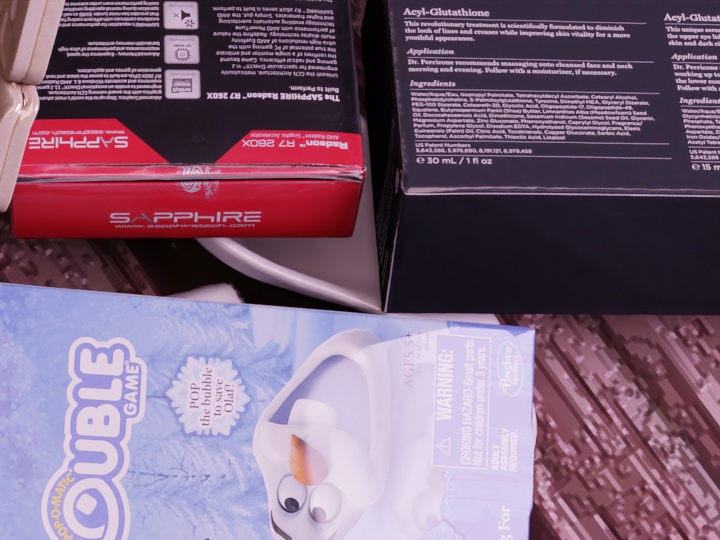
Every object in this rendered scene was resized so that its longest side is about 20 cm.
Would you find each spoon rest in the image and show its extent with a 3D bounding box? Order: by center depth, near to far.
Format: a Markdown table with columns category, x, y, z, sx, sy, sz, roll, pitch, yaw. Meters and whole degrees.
| category | x | y | z | sx | sy | sz | roll | pitch | yaw |
| --- | --- | --- | --- | --- | --- | --- | --- | --- | --- |
| spoon rest | 0.000 | 0.000 | 0.831 | 0.200 | 0.061 | 0.099 | 52 | 48 | 0 |

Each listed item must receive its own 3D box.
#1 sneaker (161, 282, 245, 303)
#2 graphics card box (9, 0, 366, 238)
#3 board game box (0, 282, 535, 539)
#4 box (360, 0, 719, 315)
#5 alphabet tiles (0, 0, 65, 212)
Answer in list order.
| category | x | y | z | sx | sy | sz | roll | pitch | yaw |
| --- | --- | --- | --- | --- | --- | --- | --- | --- | --- |
| sneaker | -0.142 | 0.030 | 0.818 | 0.199 | 0.075 | 0.087 | -20 | 78 | -7 |
| graphics card box | -0.067 | -0.105 | 0.814 | 0.125 | 0.051 | 0.201 | -1 | 59 | -7 |
| board game box | -0.041 | 0.112 | 0.740 | 0.198 | 0.043 | 0.201 | 5 | 81 | -17 |
| box | 0.105 | -0.060 | 0.817 | 0.199 | 0.079 | 0.142 | 1 | 55 | -6 |
| alphabet tiles | -0.127 | -0.109 | 0.772 | 0.015 | 0.200 | 0.196 | 8 | 121 | -20 |
